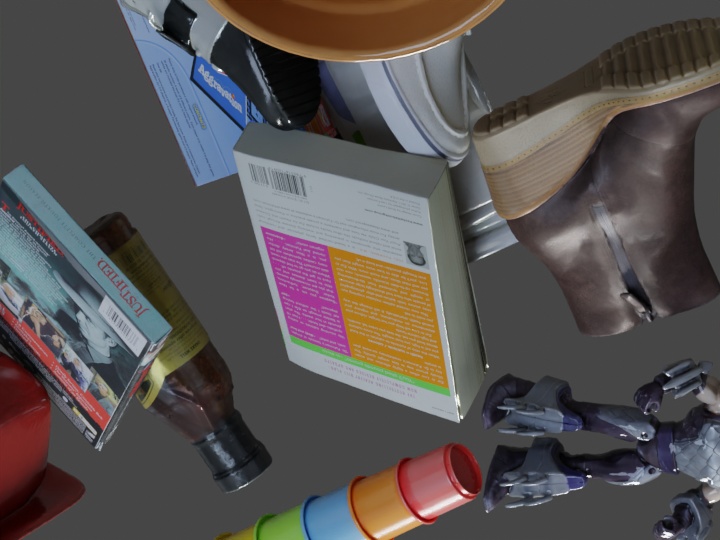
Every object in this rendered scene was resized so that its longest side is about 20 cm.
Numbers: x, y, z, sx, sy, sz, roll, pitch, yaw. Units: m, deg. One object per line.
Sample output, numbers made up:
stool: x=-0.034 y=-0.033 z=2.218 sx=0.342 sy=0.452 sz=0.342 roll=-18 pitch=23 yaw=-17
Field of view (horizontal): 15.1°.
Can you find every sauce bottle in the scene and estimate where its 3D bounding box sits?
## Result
sauce bottle: x=-0.129 y=0.057 z=1.803 sx=0.066 sy=0.066 sz=0.200 roll=-28 pitch=100 yaw=32

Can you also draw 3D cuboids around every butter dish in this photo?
butter dish: x=-0.293 y=0.090 z=1.814 sx=0.199 sy=0.200 sz=0.148 roll=24 pitch=113 yaw=18

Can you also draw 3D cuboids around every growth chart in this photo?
growth chart: x=0.030 y=-0.086 z=1.692 sx=0.145 sy=0.018 sz=0.200 roll=-14 pitch=108 yaw=29

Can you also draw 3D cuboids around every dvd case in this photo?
dvd case: x=-0.196 y=0.028 z=1.777 sx=0.146 sy=0.022 sz=0.200 roll=47 pitch=154 yaw=7

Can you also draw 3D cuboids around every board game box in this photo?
board game box: x=-0.098 y=-0.160 z=1.697 sx=0.103 sy=0.019 sz=0.200 roll=-17 pitch=101 yaw=30

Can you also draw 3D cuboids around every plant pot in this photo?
plant pot: x=-0.002 y=-0.233 z=1.481 sx=0.200 sy=0.140 sz=0.200 roll=0 pitch=130 yaw=0

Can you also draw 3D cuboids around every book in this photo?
book: x=0.000 y=0.000 z=1.687 sx=0.134 sy=0.048 sz=0.200 roll=14 pitch=143 yaw=22

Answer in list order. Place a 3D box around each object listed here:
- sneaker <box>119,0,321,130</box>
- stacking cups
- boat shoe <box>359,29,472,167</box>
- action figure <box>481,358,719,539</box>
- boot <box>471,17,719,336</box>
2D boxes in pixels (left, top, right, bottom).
sneaker: x=-0.096 y=-0.164 z=1.646 sx=0.088 sy=0.074 sz=0.200 roll=-31 pitch=84 yaw=30
stacking cups: x=-0.011 y=0.169 z=1.810 sx=0.200 sy=0.061 sz=0.061 roll=-27 pitch=102 yaw=32
boat shoe: x=0.035 y=-0.160 z=1.608 sx=0.070 sy=0.071 sz=0.200 roll=-16 pitch=95 yaw=30
action figure: x=0.178 y=0.112 z=1.699 sx=0.200 sy=0.069 sz=0.130 roll=0 pitch=110 yaw=20
boot: x=0.182 y=-0.054 z=1.629 sx=0.200 sy=0.072 sz=0.166 roll=-21 pitch=120 yaw=25
